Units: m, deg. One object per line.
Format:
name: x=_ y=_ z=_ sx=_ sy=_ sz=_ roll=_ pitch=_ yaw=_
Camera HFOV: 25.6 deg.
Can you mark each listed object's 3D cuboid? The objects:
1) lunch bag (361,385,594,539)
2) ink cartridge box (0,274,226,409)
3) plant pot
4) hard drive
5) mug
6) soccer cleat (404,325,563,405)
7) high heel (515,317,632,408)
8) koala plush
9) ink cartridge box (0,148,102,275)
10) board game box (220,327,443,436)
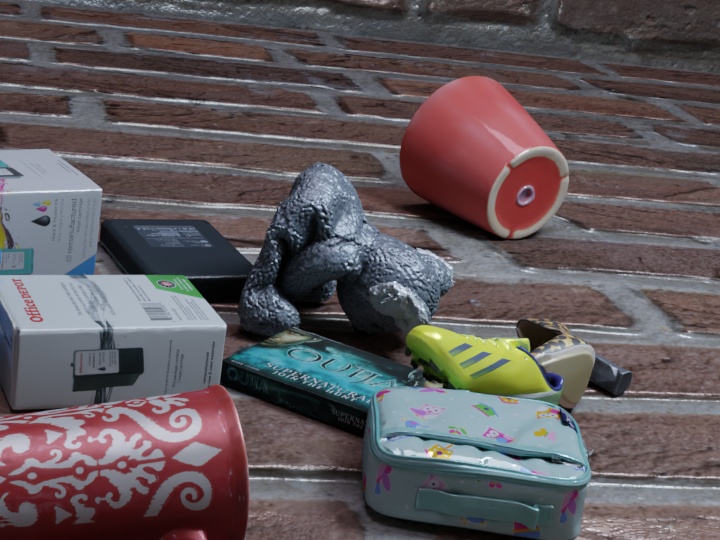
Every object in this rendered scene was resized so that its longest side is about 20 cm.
lunch bag: x=0.102 y=0.164 z=1.364 sx=0.199 sy=0.078 sz=0.161 roll=7 pitch=17 yaw=-2
ink cartridge box: x=-0.244 y=0.064 z=1.495 sx=0.199 sy=0.084 sz=0.147 roll=1 pitch=20 yaw=-23
plant pot: x=0.182 y=-0.145 z=2.200 sx=0.199 sy=0.201 sz=0.177 roll=-4 pitch=32 yaw=-35
hard drive: x=-0.208 y=-0.014 z=1.832 sx=0.139 sy=0.033 sz=0.200 roll=0 pitch=20 yaw=-26
mug: x=-0.188 y=0.164 z=1.153 sx=0.199 sy=0.134 sz=0.177 roll=-2 pitch=19 yaw=-21
soccer cleat: x=0.117 y=0.088 z=1.478 sx=0.200 sy=0.084 sz=0.065 roll=35 pitch=-4 yaw=-38
high heel: x=0.182 y=0.083 z=1.641 sx=0.142 sy=0.072 sz=0.200 roll=29 pitch=9 yaw=33
koala plush: x=0.000 y=0.000 z=1.703 sx=0.199 sy=0.185 sz=0.177 roll=24 pitch=21 yaw=9
ink cartridge box: x=-0.391 y=-0.034 z=1.623 sx=0.199 sy=0.148 sz=0.146 roll=-5 pitch=23 yaw=-35
board game box: x=-0.020 y=0.110 z=1.552 sx=0.199 sy=0.028 sz=0.135 roll=18 pitch=21 yaw=25
